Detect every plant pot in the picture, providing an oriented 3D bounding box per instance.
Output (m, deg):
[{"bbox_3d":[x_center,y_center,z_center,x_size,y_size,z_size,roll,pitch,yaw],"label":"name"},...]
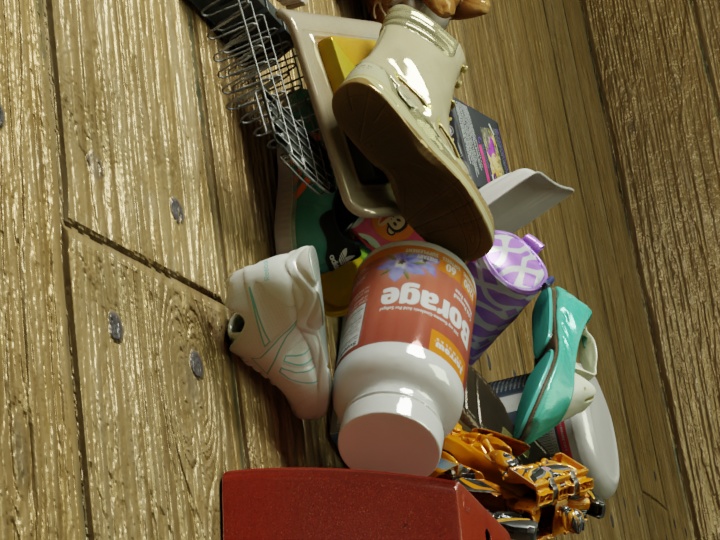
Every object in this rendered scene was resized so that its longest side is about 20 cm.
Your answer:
[{"bbox_3d":[0.020,0.256,1.170,0.200,0.175,0.202,49,30,-54],"label":"plant pot"}]

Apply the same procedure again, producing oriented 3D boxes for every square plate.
[{"bbox_3d":[0.129,-0.053,1.732,0.029,0.199,0.198,61,15,13],"label":"square plate"}]

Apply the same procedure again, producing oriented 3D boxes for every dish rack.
[{"bbox_3d":[-0.080,-0.158,1.346,0.153,0.054,0.202,38,31,-61],"label":"dish rack"}]

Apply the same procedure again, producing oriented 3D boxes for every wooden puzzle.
[{"bbox_3d":[0.013,-0.143,1.406,0.184,0.037,0.202,-8,74,-60],"label":"wooden puzzle"}]

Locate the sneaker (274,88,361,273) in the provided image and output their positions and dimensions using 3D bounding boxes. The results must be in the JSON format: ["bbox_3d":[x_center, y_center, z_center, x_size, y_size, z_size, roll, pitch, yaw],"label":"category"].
[{"bbox_3d":[-0.032,-0.082,1.424,0.072,0.079,0.202,64,21,-56],"label":"sneaker"}]

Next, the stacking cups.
[{"bbox_3d":[0.000,0.000,1.508,0.200,0.060,0.061,-26,101,-73],"label":"stacking cups"}]

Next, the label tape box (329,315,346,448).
[{"bbox_3d":[0.033,0.125,1.496,0.201,0.065,0.144,-81,151,-48],"label":"label tape box"}]

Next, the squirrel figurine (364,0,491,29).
[{"bbox_3d":[0.030,-0.352,1.811,0.186,0.141,0.201,23,39,-55],"label":"squirrel figurine"}]

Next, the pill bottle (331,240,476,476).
[{"bbox_3d":[0.036,0.077,1.318,0.201,0.111,0.113,-79,149,-48],"label":"pill bottle"}]

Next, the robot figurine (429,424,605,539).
[{"bbox_3d":[0.108,0.174,1.324,0.144,0.199,0.059,-9,108,-45],"label":"robot figurine"}]

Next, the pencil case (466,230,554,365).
[{"bbox_3d":[0.110,0.041,1.590,0.084,0.200,0.086,41,39,1],"label":"pencil case"}]

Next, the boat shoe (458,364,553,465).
[{"bbox_3d":[0.103,0.158,1.471,0.200,0.076,0.072,49,35,-11],"label":"boat shoe"}]

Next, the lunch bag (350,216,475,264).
[{"bbox_3d":[0.029,-0.080,1.544,0.176,0.082,0.201,37,19,-22],"label":"lunch bag"}]

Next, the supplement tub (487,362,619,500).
[{"bbox_3d":[0.152,0.181,1.592,0.140,0.198,0.142,-15,90,-72],"label":"supplement tub"}]

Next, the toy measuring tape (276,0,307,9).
[{"bbox_3d":[-0.097,-0.291,1.426,0.200,0.073,0.074,10,66,-71],"label":"toy measuring tape"}]

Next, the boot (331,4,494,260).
[{"bbox_3d":[0.066,-0.122,1.375,0.200,0.072,0.156,49,38,-19],"label":"boot"}]

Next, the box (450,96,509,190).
[{"bbox_3d":[0.088,-0.116,1.760,0.200,0.121,0.107,12,63,-71],"label":"box"}]

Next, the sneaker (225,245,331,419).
[{"bbox_3d":[-0.065,0.053,1.260,0.201,0.079,0.071,84,-3,-51],"label":"sneaker"}]

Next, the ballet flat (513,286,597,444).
[{"bbox_3d":[0.194,0.095,1.496,0.201,0.070,0.068,-73,-171,-47],"label":"ballet flat"}]
